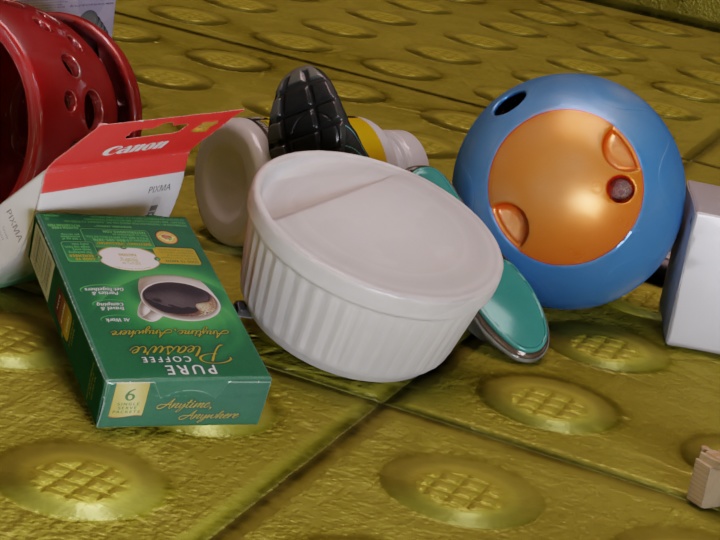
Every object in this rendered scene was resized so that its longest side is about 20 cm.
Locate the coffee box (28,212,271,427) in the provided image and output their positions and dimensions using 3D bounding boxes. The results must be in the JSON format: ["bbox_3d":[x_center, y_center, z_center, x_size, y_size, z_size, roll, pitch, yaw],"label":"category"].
[{"bbox_3d":[-0.151,0.032,1.306,0.122,0.044,0.200,1,35,-28],"label":"coffee box"}]

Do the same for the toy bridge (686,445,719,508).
[{"bbox_3d":[0.286,0.157,1.199,0.027,0.068,0.200,-3,22,-34],"label":"toy bridge"}]

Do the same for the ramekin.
[{"bbox_3d":[0.000,0.000,1.418,0.201,0.095,0.203,16,30,-10],"label":"ramekin"}]

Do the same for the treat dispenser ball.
[{"bbox_3d":[0.178,-0.067,1.602,0.200,0.202,0.201,9,18,-3],"label":"treat dispenser ball"}]

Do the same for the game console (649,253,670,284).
[{"bbox_3d":[0.324,-0.014,1.820,0.199,0.117,0.176,19,50,27],"label":"game console"}]

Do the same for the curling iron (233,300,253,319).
[{"bbox_3d":[-0.018,0.031,1.482,0.199,0.026,0.050,-4,29,-39],"label":"curling iron"}]

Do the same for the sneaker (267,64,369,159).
[{"bbox_3d":[-0.021,-0.075,1.585,0.075,0.201,0.079,-17,-4,26],"label":"sneaker"}]

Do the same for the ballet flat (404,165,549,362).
[{"bbox_3d":[0.087,0.003,1.535,0.067,0.064,0.200,-18,64,-32],"label":"ballet flat"}]

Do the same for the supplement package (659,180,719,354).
[{"bbox_3d":[0.367,0.009,1.603,0.199,0.122,0.120,12,17,3],"label":"supplement package"}]

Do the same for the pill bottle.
[{"bbox_3d":[-0.039,-0.082,1.675,0.199,0.113,0.112,-5,23,-38],"label":"pill bottle"}]

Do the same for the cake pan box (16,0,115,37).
[{"bbox_3d":[-0.310,-0.182,1.719,0.052,0.185,0.200,16,19,31],"label":"cake pan box"}]

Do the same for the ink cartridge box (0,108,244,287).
[{"bbox_3d":[-0.194,-0.053,1.419,0.200,0.050,0.161,-29,-9,37],"label":"ink cartridge box"}]

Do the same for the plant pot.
[{"bbox_3d":[-0.289,-0.124,1.544,0.200,0.201,0.182,19,14,27],"label":"plant pot"}]
